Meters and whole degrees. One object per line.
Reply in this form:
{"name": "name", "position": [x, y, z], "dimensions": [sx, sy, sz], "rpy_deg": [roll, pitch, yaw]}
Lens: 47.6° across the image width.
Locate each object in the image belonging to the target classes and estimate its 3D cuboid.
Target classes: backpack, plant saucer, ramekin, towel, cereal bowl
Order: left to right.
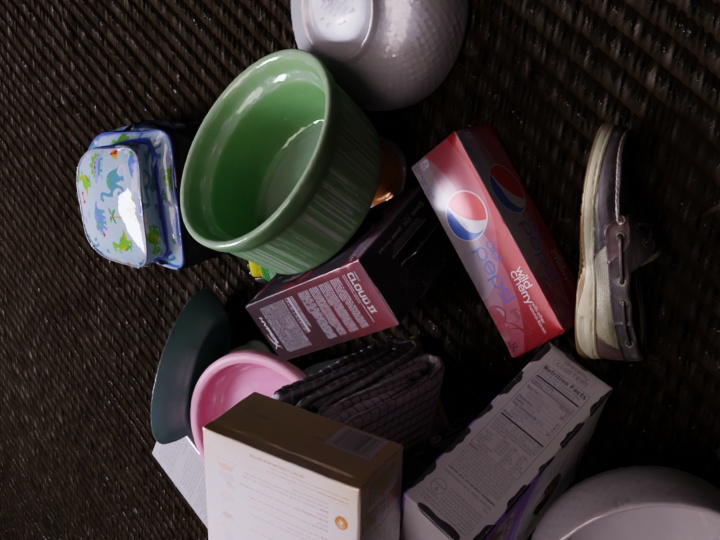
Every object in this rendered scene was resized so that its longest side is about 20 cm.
{"name": "backpack", "position": [-0.277, -0.098, 1.048], "dimensions": [0.197, 0.145, 0.188], "rpy_deg": [7, 107, 43]}
{"name": "plant saucer", "position": [-0.207, 0.127, 1.047], "dimensions": [0.035, 0.201, 0.204], "rpy_deg": [15, 117, 9]}
{"name": "plant saucer", "position": [-0.108, 0.187, 0.966], "dimensions": [0.196, 0.051, 0.206], "rpy_deg": [8, 108, 23]}
{"name": "ramekin", "position": [-0.072, -0.097, 0.783], "dimensions": [0.197, 0.097, 0.205], "rpy_deg": [-21, 55, 33]}
{"name": "towel", "position": [-0.011, 0.169, 0.798], "dimensions": [0.085, 0.198, 0.169], "rpy_deg": [31, 122, 31]}
{"name": "cereal bowl", "position": [0.002, -0.252, 0.785], "dimensions": [0.197, 0.082, 0.205], "rpy_deg": [17, 117, 37]}
{"name": "cereal bowl", "position": [0.237, 0.244, 0.701], "dimensions": [0.194, 0.084, 0.205], "rpy_deg": [2, 121, 3]}

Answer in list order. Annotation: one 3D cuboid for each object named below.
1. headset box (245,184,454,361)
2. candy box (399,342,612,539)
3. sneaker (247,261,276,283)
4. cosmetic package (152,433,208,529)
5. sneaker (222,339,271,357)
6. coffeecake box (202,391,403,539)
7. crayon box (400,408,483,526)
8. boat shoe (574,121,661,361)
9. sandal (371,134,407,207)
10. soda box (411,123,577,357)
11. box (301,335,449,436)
{"name": "headset box", "position": [0.000, 0.000, 0.820], "dimensions": [0.198, 0.149, 0.076], "rpy_deg": [-21, 110, 45]}
{"name": "candy box", "position": [0.122, 0.189, 0.716], "dimensions": [0.071, 0.199, 0.170], "rpy_deg": [35, 148, 27]}
{"name": "sneaker", "position": [-0.089, -0.070, 0.936], "dimensions": [0.083, 0.078, 0.204], "rpy_deg": [13, 131, 27]}
{"name": "cosmetic package", "position": [-0.205, 0.292, 1.168], "dimensions": [0.200, 0.071, 0.102], "rpy_deg": [46, 130, 20]}
{"name": "sneaker", "position": [-0.120, 0.193, 1.051], "dimensions": [0.076, 0.080, 0.202], "rpy_deg": [-43, 76, 40]}
{"name": "coffeecake box", "position": [-0.048, 0.225, 0.671], "dimensions": [0.150, 0.073, 0.205], "rpy_deg": [13, 112, 29]}
{"name": "crayon box", "position": [0.100, 0.262, 0.840], "dimensions": [0.051, 0.124, 0.206], "rpy_deg": [14, 114, 46]}
{"name": "boat shoe", "position": [0.219, -0.021, 0.683], "dimensions": [0.063, 0.073, 0.205], "rpy_deg": [8, 114, 28]}
{"name": "sandal", "position": [-0.040, -0.120, 0.884], "dimensions": [0.204, 0.059, 0.081], "rpy_deg": [27, 122, 33]}
{"name": "soda box", "position": [0.130, -0.030, 0.753], "dimensions": [0.063, 0.069, 0.203], "rpy_deg": [-34, 81, 41]}
{"name": "box", "position": [0.005, 0.159, 0.947], "dimensions": [0.198, 0.047, 0.125], "rpy_deg": [-20, 91, 43]}
